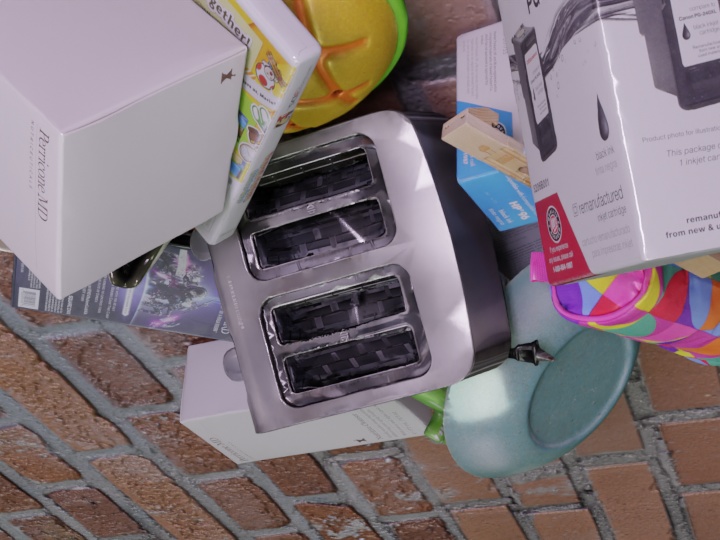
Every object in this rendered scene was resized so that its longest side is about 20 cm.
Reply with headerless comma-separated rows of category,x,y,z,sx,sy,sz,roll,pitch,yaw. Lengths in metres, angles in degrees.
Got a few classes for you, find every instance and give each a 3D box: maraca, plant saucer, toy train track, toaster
maraca,-0.058,-0.131,0.810,0.137,0.108,0.200,30,141,-27
plant saucer,0.147,0.074,0.990,0.039,0.201,0.201,36,172,40
toy train track,0.134,-0.050,0.781,0.199,0.033,0.115,24,150,-25
toaster,0.000,0.000,0.885,0.199,0.182,0.119,-15,179,18

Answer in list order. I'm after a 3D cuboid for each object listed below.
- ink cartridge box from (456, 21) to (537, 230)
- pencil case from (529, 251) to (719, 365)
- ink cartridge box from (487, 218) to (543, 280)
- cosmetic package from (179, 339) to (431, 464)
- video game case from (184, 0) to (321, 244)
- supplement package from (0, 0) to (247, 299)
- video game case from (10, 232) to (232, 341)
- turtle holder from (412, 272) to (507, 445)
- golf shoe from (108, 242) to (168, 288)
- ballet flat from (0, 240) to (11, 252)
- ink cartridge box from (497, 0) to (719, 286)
ink cartridge box,0.160,-0.109,0.821,0.199,0.117,0.068,-14,146,26
pencil case,0.204,0.013,0.928,0.088,0.089,0.199,-23,153,35
ink cartridge box,0.171,-0.048,0.988,0.199,0.041,0.200,-22,141,34
cosmetic package,-0.049,0.106,1.215,0.199,0.082,0.113,-14,146,24
video game case,-0.115,-0.137,0.762,0.023,0.200,0.182,-32,166,-33
supplement package,-0.172,-0.108,0.729,0.119,0.200,0.122,-31,151,-35
video game case,-0.185,0.006,1.125,0.198,0.019,0.143,9,148,-12
turtle holder,0.059,0.053,1.045,0.140,0.132,0.185,28,176,32
golf shoe,-0.141,-0.062,0.939,0.078,0.098,0.200,10,146,-9
ballet flat,-0.281,-0.055,0.981,0.199,0.071,0.071,24,142,-35
ink cartridge box,0.130,-0.103,0.664,0.083,0.202,0.145,-10,177,-10
